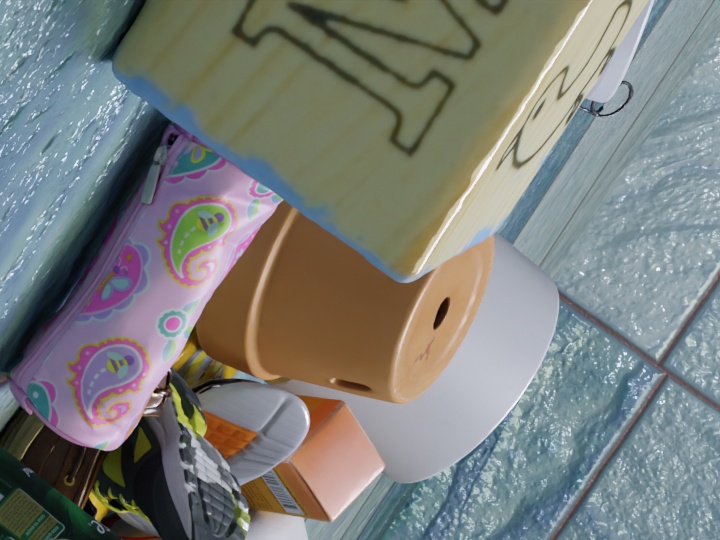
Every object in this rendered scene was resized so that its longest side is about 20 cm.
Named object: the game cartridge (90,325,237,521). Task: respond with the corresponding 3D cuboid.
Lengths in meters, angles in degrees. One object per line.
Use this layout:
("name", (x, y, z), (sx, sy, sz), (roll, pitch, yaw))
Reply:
("game cartridge", (-0.144, 0.091, 1.826), (0.200, 0.032, 0.176), (-51, 170, -31))

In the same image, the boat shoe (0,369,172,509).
("boat shoe", (-0.146, 0.065, 1.603), (0.200, 0.068, 0.072), (-54, 171, -6))

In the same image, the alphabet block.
("alphabet block", (0.023, -0.139, 1.332), (0.200, 0.196, 0.195), (-57, 172, 17))

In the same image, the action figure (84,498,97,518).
("action figure", (-0.190, 0.224, 1.722), (0.134, 0.149, 0.200), (-46, 149, -33))

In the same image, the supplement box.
("supplement box", (-0.072, 0.132, 1.890), (0.067, 0.069, 0.200), (-45, -153, -25))

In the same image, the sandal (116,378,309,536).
("sandal", (-0.109, 0.117, 1.804), (0.207, 0.079, 0.059), (-40, -154, 43))

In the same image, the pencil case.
("pencil case", (-0.123, 0.004, 1.475), (0.200, 0.087, 0.087), (-57, 171, 8))

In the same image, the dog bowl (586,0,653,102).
("dog bowl", (0.173, -0.230, 1.911), (0.200, 0.079, 0.201), (-164, -90, -87))

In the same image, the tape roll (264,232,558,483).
("tape roll", (0.035, 0.042, 1.964), (0.203, 0.139, 0.203), (-43, -158, 22))

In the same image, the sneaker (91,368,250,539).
("sneaker", (-0.132, 0.132, 1.637), (0.085, 0.074, 0.200), (-38, -144, 10))

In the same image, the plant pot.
("plant pot", (0.000, 0.000, 1.762), (0.200, 0.140, 0.200), (-52, 158, -31))

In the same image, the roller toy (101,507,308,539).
("roller toy", (-0.120, 0.250, 1.940), (0.182, 0.199, 0.140), (-33, 112, -70))

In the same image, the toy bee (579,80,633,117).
("toy bee", (0.102, -0.147, 2.063), (0.200, 0.109, 0.131), (0, 138, -48))

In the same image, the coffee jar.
("coffee jar", (-0.171, 0.186, 1.494), (0.085, 0.200, 0.104), (-51, 171, -20))
